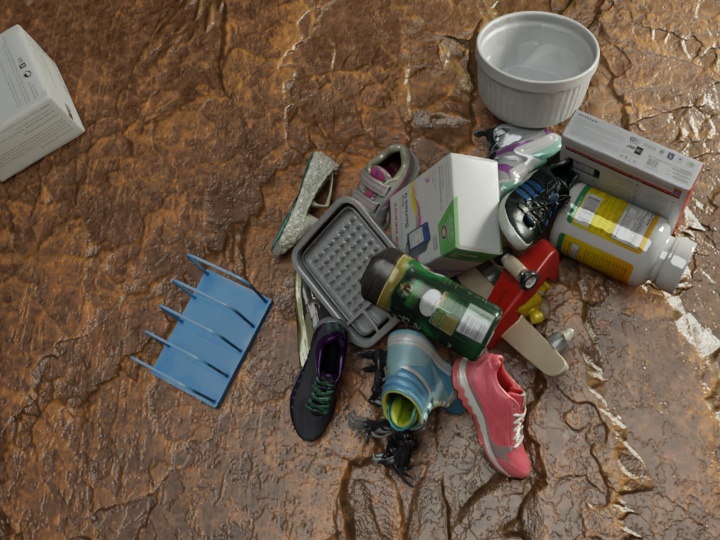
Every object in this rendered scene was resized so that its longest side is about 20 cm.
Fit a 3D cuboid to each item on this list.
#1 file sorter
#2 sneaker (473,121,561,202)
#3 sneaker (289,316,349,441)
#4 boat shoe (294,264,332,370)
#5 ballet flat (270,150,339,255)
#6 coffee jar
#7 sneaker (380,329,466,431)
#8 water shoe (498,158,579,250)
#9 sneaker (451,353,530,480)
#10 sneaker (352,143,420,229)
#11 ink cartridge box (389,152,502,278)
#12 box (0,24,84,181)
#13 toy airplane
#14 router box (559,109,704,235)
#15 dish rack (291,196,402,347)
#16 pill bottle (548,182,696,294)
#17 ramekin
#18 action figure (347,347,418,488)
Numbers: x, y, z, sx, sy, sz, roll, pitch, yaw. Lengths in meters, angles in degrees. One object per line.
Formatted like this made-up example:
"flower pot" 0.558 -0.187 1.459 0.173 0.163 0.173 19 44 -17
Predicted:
"file sorter" -0.262 0.095 1.334 0.137 0.123 0.202 23 77 19
"sneaker" 0.227 -0.181 1.355 0.199 0.078 0.140 -39 66 -13
"sneaker" -0.064 0.174 1.244 0.073 0.088 0.203 10 101 -8
"boat shoe" -0.071 0.079 1.330 0.064 0.073 0.203 -7 79 4
"ballet flat" -0.089 -0.111 1.402 0.071 0.072 0.202 17 76 17
"coffee jar" 0.096 0.044 1.149 0.198 0.104 0.086 30 95 9
"sneaker" 0.090 0.190 1.180 0.079 0.200 0.132 -13 47 36
"water shoe" 0.261 -0.106 1.193 0.072 0.079 0.200 49 42 -11
"sneaker" 0.206 0.210 1.174 0.086 0.074 0.202 -24 97 31
"sneaker" 0.024 -0.135 1.370 0.081 0.088 0.202 27 79 20
"ink cartridge box" 0.126 -0.072 1.256 0.086 0.200 0.148 5 74 -23
"box" -0.671 -0.318 1.564 0.198 0.131 0.200 -31 67 -1
"toy airplane" 0.230 0.067 1.243 0.198 0.140 0.203 -15 73 47
"router box" 0.400 -0.143 1.242 0.198 0.180 0.049 29 78 19
"dish rack" 0.000 0.000 1.271 0.201 0.043 0.172 50 123 7
"pill bottle" 0.398 -0.045 1.243 0.198 0.113 0.114 27 78 20
"ramekin" 0.283 -0.326 1.344 0.197 0.106 0.202 0 49 0
"action figure" 0.031 0.227 1.231 0.100 0.119 0.202 -9 59 -2
